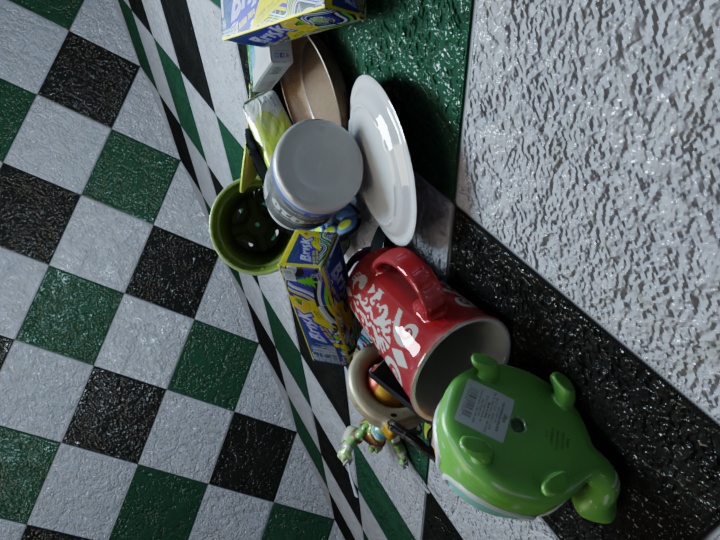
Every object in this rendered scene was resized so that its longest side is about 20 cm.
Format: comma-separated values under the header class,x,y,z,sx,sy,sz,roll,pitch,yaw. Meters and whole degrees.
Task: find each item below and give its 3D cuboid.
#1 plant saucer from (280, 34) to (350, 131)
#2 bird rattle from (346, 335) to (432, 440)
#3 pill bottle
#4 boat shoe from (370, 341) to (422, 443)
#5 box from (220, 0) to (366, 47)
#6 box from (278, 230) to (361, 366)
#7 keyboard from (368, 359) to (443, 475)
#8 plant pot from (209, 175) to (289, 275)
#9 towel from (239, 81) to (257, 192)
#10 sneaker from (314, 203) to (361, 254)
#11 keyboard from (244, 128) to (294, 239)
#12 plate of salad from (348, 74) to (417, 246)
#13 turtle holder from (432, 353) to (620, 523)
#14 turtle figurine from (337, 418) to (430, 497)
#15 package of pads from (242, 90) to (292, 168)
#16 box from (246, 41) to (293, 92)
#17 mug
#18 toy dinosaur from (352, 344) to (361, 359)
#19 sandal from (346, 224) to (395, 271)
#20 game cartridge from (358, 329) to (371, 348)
class,x,y,z,sx,sy,sz,roll,pitch,yaw
plant saucer,-0.062,-0.249,0.746,0.201,0.036,0.203,51,155,34
bird rattle,0.054,0.139,0.717,0.201,0.161,0.113,51,145,19
pill bottle,-0.073,-0.117,0.706,0.116,0.112,0.200,66,164,-2
boat shoe,0.061,0.186,0.882,0.074,0.059,0.205,134,125,-79
box,-0.082,-0.306,0.585,0.197,0.063,0.072,12,106,45
box,-0.051,0.043,0.726,0.063,0.071,0.203,5,136,17
keyboard,0.092,0.181,0.626,0.198,0.127,0.021,35,131,19
plant pot,-0.229,-0.101,1.157,0.184,0.197,0.204,-154,42,-78
towel,-0.202,-0.253,0.964,0.087,0.018,0.204,-72,-3,-61
sneaker,-0.047,-0.065,0.868,0.199,0.081,0.073,150,125,-60
keyboard,-0.163,-0.134,0.895,0.105,0.039,0.202,-117,4,-49
plate of salad,0.032,-0.130,0.623,0.200,0.047,0.205,163,91,-77
turtle holder,0.161,0.178,0.526,0.133,0.181,0.143,101,168,-47
turtle figurine,0.022,0.390,1.092,0.204,0.141,0.194,66,164,10
package of pads,-0.128,-0.187,0.894,0.203,0.067,0.155,64,176,5
box,-0.139,-0.376,0.735,0.144,0.036,0.205,-174,78,-68
mug,0.072,0.043,0.626,0.200,0.131,0.181,47,136,52
toy dinosaur,-0.008,0.065,0.900,0.107,0.060,0.202,-50,18,27
sandal,0.000,-0.001,0.777,0.202,0.047,0.077,114,161,-46
game cartridge,0.014,0.171,1.027,0.200,0.038,0.132,39,150,52
